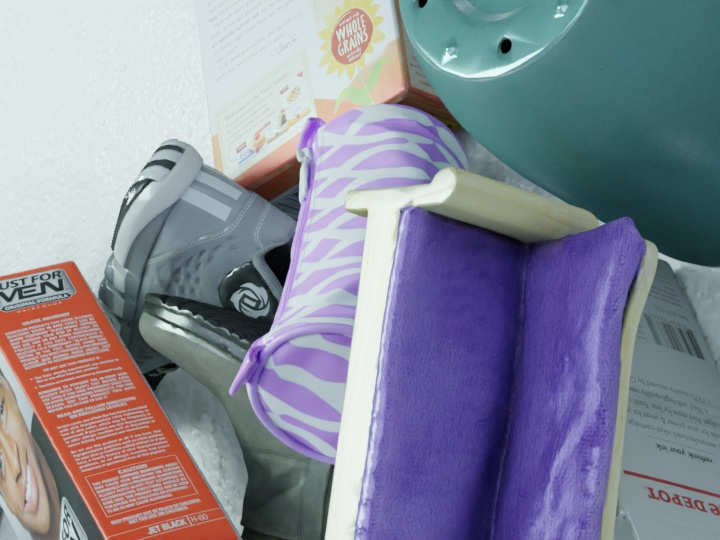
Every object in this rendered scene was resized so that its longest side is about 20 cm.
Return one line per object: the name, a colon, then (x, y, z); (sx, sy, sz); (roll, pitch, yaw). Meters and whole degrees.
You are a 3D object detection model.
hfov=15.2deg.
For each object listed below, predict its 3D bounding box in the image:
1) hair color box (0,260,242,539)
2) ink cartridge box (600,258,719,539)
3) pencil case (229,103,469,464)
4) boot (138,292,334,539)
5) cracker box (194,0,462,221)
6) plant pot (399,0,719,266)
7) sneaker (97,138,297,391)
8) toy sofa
hair color box: (-0.126, 0.099, 1.271); (0.200, 0.061, 0.102); (55, 148, 41)
ink cartridge box: (0.103, 0.079, 1.102); (0.067, 0.116, 0.200); (-43, 49, 29)
pencil case: (0.000, 0.000, 1.211); (0.084, 0.085, 0.200); (-57, 13, 32)
boot: (-0.043, 0.103, 1.249); (0.200, 0.068, 0.131); (30, 99, 21)
cracker box: (-0.018, -0.140, 1.355); (0.134, 0.058, 0.200); (-29, 58, 37)
plant pot: (0.113, -0.116, 1.124); (0.200, 0.161, 0.201); (-17, 65, 43)
sneaker: (-0.074, 0.031, 1.349); (0.075, 0.115, 0.200); (-60, -6, -38)
toy sofa: (0.041, 0.067, 1.025); (0.098, 0.083, 0.200); (-3, 76, 49)
